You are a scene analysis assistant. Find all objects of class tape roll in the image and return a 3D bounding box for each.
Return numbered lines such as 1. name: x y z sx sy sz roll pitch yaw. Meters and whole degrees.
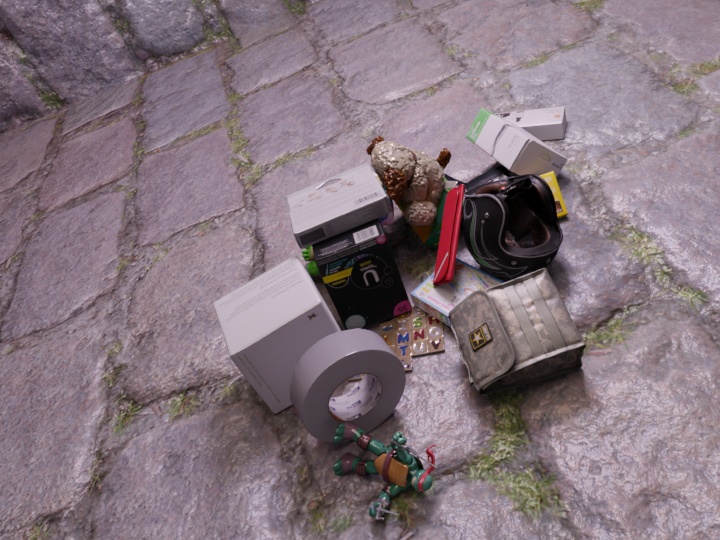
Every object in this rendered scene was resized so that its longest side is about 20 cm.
1. tape roll: -0.022 0.202 1.128 0.199 0.201 0.066 -31 39 -10

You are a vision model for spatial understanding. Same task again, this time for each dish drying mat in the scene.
1. dish drying mat: 0.179 -0.072 1.316 0.018 0.077 0.202 13 76 -14

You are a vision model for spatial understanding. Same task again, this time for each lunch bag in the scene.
1. lunch bag: 0.265 0.112 1.133 0.198 0.118 0.165 -20 57 3

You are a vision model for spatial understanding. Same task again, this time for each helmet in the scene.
1. helmet: 0.302 -0.081 1.297 0.198 0.192 0.200 -16 13 4

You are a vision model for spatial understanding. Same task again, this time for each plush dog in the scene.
1. plush dog: 0.096 -0.216 1.389 0.161 0.171 0.201 -51 45 26

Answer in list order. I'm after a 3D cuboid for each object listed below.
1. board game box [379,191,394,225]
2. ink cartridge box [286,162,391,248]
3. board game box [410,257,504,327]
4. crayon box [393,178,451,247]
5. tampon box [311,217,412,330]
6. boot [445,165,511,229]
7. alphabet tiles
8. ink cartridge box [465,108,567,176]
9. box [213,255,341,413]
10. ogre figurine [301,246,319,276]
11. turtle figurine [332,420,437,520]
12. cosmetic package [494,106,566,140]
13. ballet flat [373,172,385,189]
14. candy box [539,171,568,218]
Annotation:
1. board game box: -0.023 -0.122 1.453 0.198 0.042 0.200 -13 15 7
2. ink cartridge box: -0.051 -0.137 1.332 0.198 0.044 0.174 -22 32 1
3. board game box: 0.216 0.058 1.297 0.134 0.034 0.199 -39 44 -20
4. crayon box: 0.154 -0.162 1.487 0.119 0.058 0.201 -54 44 25
5. tampon box: 0.000 0.000 1.333 0.149 0.201 0.127 -21 34 3
6. boot: 0.266 -0.199 1.527 0.167 0.077 0.201 -27 47 1
7. alphabet tiles: 0.070 0.140 1.304 0.198 0.008 0.168 -12 41 13
8. ink cartridge box: 0.364 -0.289 1.519 0.084 0.145 0.200 -60 35 20
9. box: -0.147 0.126 1.270 0.199 0.200 0.172 -30 40 -5
10. ogre figurine: -0.053 -0.054 1.515 0.199 0.099 0.120 -27 19 -30
11. turtle figurine: 0.045 0.323 1.049 0.199 0.100 0.151 14 93 38
12. cosmetic package: 0.425 -0.374 1.668 0.198 0.051 0.083 -1 45 25
13. ballet flat: 0.018 -0.210 1.590 0.070 0.071 0.200 -35 3 -14
14. candy box: 0.344 -0.140 1.425 0.198 0.026 0.103 -17 77 7
